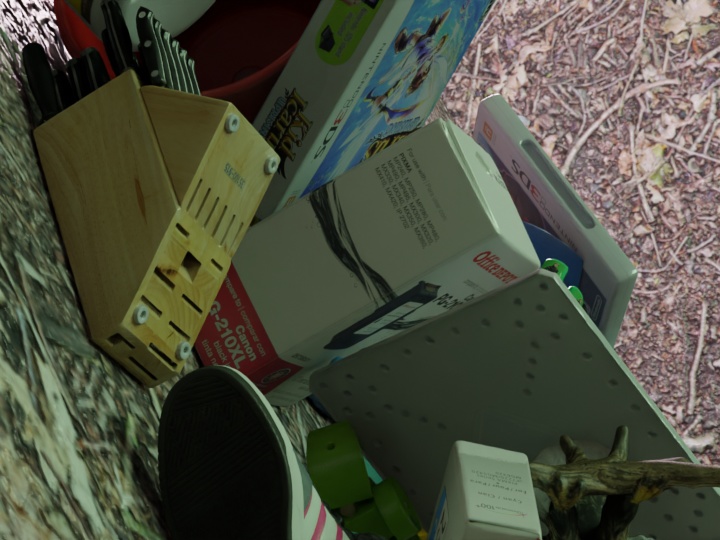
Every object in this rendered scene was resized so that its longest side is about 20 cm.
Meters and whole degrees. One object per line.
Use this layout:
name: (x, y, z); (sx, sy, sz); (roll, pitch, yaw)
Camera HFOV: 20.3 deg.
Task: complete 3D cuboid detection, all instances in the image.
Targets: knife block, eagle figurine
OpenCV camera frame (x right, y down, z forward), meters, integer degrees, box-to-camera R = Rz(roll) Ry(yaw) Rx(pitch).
knife block: (-0.143, -0.051, 1.121); (0.064, 0.175, 0.201); (47, 62, -52)
eagle figurine: (0.125, 0.195, 1.094); (0.150, 0.151, 0.202); (-16, 112, -44)

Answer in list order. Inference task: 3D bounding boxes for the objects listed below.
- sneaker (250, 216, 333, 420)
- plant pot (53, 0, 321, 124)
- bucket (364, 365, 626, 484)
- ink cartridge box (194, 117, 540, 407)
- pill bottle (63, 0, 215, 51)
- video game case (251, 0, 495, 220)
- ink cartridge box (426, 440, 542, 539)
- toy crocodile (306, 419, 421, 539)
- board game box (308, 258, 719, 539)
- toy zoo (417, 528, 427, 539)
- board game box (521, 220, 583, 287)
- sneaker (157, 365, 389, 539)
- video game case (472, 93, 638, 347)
sneaker: (-0.017, 0.028, 1.402); (0.074, 0.082, 0.201); (-108, 179, -46)
plant pot: (-0.086, -0.160, 1.344); (0.178, 0.199, 0.201); (66, 0, -65)
bucket: (0.114, 0.162, 1.409); (0.207, 0.206, 0.135); (-89, 157, -71)
ink cartridge box: (0.000, 0.000, 1.253); (0.085, 0.199, 0.145); (63, 10, 13)
pill bottle: (-0.172, -0.235, 1.227); (0.200, 0.109, 0.109); (47, 5, 18)
video game case: (0.008, -0.125, 1.288); (0.045, 0.182, 0.200); (37, 20, 13)
ink cartridge box: (0.048, 0.212, 0.999); (0.176, 0.044, 0.201); (-95, -162, -70)
toy crocodile: (0.020, 0.179, 1.246); (0.200, 0.067, 0.062); (56, 10, -27)
board game box: (0.097, 0.102, 1.200); (0.200, 0.199, 0.026); (52, 41, -15)
toy zoo: (0.091, 0.172, 1.296); (0.020, 0.198, 0.132); (-100, -173, -73)
board game box: (0.076, 0.014, 1.459); (0.201, 0.157, 0.039); (94, 5, -46)
sneaker: (-0.032, 0.139, 1.034); (0.121, 0.083, 0.201); (-14, 83, -75)
video game case: (0.129, -0.002, 1.491); (0.183, 0.023, 0.201); (55, -24, 29)
